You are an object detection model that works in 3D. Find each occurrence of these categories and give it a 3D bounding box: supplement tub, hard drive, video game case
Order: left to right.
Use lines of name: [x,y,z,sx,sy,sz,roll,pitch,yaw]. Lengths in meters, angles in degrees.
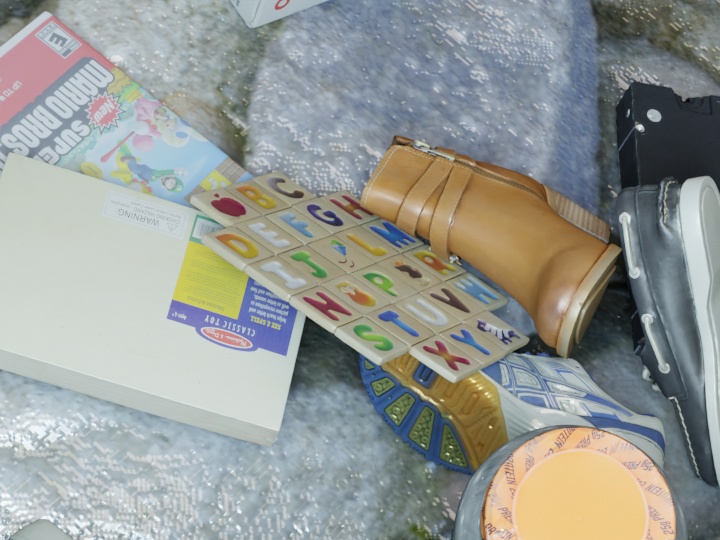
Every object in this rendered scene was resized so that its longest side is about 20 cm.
video game case: [-0.167,-0.060,1.290,0.200,0.017,0.143,39,55,8]
supplement tub: [0.108,0.155,1.119,0.122,0.200,0.123,0,72,0]
hard drive: [0.244,-0.026,1.389,0.140,0.038,0.200,8,57,-13]

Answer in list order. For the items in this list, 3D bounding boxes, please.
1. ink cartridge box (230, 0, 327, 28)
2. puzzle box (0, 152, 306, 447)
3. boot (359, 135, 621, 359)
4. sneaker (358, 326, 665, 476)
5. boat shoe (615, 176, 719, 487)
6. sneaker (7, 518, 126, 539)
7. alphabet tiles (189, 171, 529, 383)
ink cartridge box: [-0.001,-0.262,1.391,0.200,0.144,0.084,-25,68,-30]
puzzle box: [-0.131,0.017,1.226,0.200,0.025,0.133,18,55,-7]
boot: [0.076,-0.025,1.268,0.155,0.077,0.200,25,23,-3]
sneaker: [0.092,0.082,1.263,0.200,0.075,0.088,33,40,-1]
boat shoe: [0.198,0.040,1.280,0.060,0.200,0.074,-3,21,27]
sneaker: [-0.163,0.185,1.046,0.111,0.200,0.077,-33,111,-26]
alphabet tiles: [0.000,0.000,1.249,0.200,0.006,0.166,34,26,20]
